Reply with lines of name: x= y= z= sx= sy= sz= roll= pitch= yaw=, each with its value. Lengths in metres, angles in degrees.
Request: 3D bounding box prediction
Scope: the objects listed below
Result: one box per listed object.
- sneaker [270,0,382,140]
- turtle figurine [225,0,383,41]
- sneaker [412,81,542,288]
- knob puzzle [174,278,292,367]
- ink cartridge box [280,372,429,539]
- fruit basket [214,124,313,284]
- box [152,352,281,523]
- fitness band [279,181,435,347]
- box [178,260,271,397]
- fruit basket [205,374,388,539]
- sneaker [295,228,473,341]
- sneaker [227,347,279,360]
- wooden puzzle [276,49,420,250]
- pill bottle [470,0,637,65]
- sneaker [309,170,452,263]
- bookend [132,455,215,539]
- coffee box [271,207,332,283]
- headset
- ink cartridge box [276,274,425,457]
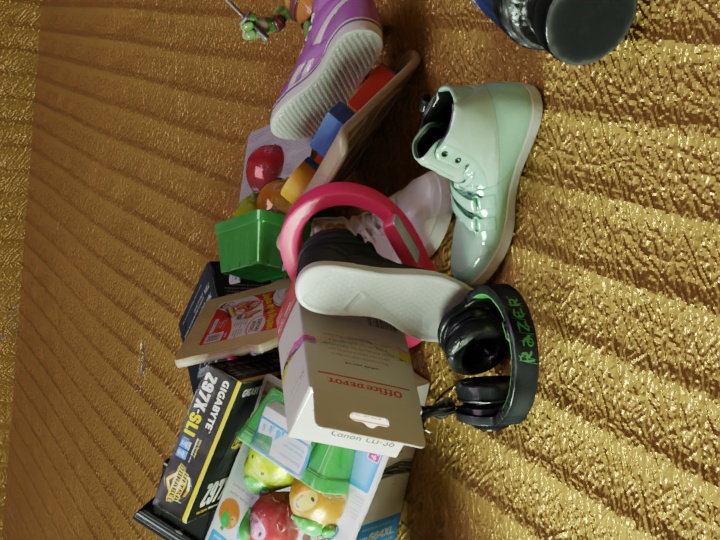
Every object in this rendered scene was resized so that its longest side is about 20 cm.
sneaker: x=-0.040 y=-0.238 z=1.263 sx=0.200 sy=0.072 sz=0.116 roll=-43 pitch=45 yaw=40
turtle figurine: x=-0.077 y=-0.316 z=1.328 sx=0.195 sy=0.143 sz=0.201 roll=51 pitch=173 yaw=29
sneaker: x=0.087 y=-0.080 z=1.053 sx=0.074 sy=0.116 sz=0.204 roll=43 pitch=127 yaw=53
knob puzzle: x=-0.097 y=0.057 z=1.294 sx=0.219 sy=0.217 sz=0.031 roll=19 pitch=129 yaw=61
ink cartridge box: x=-0.017 y=0.186 z=1.237 sx=0.145 sy=0.083 sz=0.203 roll=28 pitch=113 yaw=42
fruit basket: x=-0.103 y=-0.089 z=1.385 sx=0.184 sy=0.093 sz=0.204 roll=-14 pitch=60 yaw=57
box: x=-0.140 y=0.177 z=1.248 sx=0.049 sy=0.200 sz=0.162 roll=25 pitch=96 yaw=15
fitness band: x=0.000 y=0.000 z=1.170 sx=0.142 sy=0.202 sz=0.038 roll=-14 pitch=30 yaw=26
box: x=-0.163 y=0.111 z=1.531 sx=0.149 sy=0.103 sz=0.202 roll=-56 pitch=42 yaw=44
fruit basket: x=-0.074 y=0.230 z=1.140 sx=0.184 sy=0.093 sz=0.203 roll=25 pitch=89 yaw=40
sneaker: x=0.027 y=0.007 z=1.096 sx=0.100 sy=0.197 sz=0.072 roll=-111 pitch=36 yaw=-60
sneaker: x=-0.086 y=0.148 z=1.372 sx=0.200 sy=0.074 sz=0.081 roll=46 pitch=143 yaw=26
wooden puzzle: x=-0.022 y=-0.137 z=1.230 sx=0.201 sy=0.046 sz=0.186 roll=-56 pitch=1 yaw=-44
pill bottle: x=0.146 y=-0.257 z=0.961 sx=0.201 sy=0.110 sz=0.113 roll=58 pitch=137 yaw=48
sneaker: x=0.011 y=-0.038 z=1.200 sx=0.200 sy=0.114 sz=0.075 roll=-51 pitch=43 yaw=48
bookend: x=-0.166 y=0.266 z=1.433 sx=0.197 sy=0.092 sz=0.203 roll=28 pitch=119 yaw=16
coffee box: x=-0.074 y=-0.002 z=1.432 sx=0.123 sy=0.043 sz=0.204 roll=-27 pitch=65 yaw=59
headset: x=0.099 y=0.093 z=1.043 sx=0.201 sy=0.092 sz=0.125 roll=117 pitch=145 yaw=-59
ink cartridge box: x=-0.012 y=0.103 z=1.080 sx=0.202 sy=0.115 sz=0.068 roll=-100 pitch=30 yaw=-50
